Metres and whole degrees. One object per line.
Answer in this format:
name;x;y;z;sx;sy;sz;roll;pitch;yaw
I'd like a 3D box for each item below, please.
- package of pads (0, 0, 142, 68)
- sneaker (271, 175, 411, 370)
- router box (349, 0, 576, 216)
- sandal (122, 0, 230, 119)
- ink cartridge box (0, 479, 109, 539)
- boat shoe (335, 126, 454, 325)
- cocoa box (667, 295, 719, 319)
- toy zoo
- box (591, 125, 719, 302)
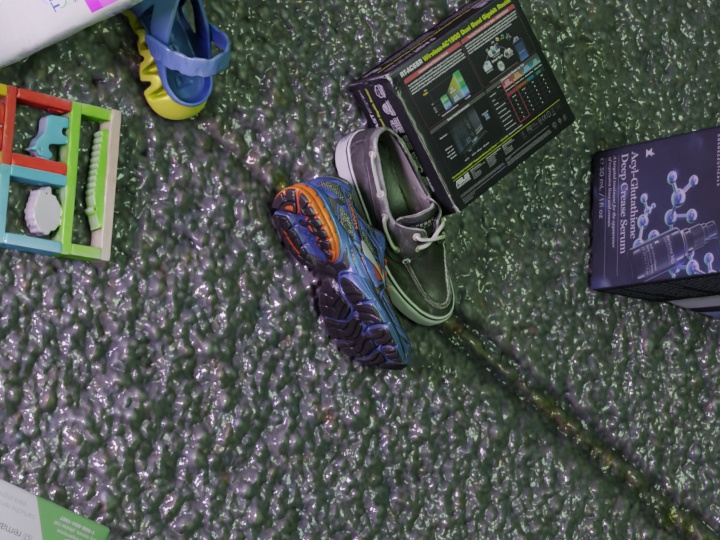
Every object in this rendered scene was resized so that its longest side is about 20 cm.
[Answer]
package of pads;-0.277;-0.271;1.456;0.200;0.154;0.068;64;15;-12
sneaker;0.000;0.000;1.690;0.078;0.075;0.200;-37;108;-39
router box;0.101;-0.161;1.796;0.200;0.062;0.150;-38;108;-35
sandal;-0.166;-0.229;1.580;0.079;0.087;0.200;-35;104;-34
ink cartridge box;-0.296;0.264;1.409;0.146;0.084;0.200;30;66;-31
boat shoe;0.042;-0.039;1.732;0.071;0.064;0.200;-36;106;-36
cocoa box;0.438;-0.024;1.957;0.131;0.200;0.134;18;73;-36
toy zoo;-0.287;-0.084;1.503;0.200;0.020;0.131;11;77;-37
box;0.339;-0.054;1.883;0.107;0.200;0.149;10;78;-38
